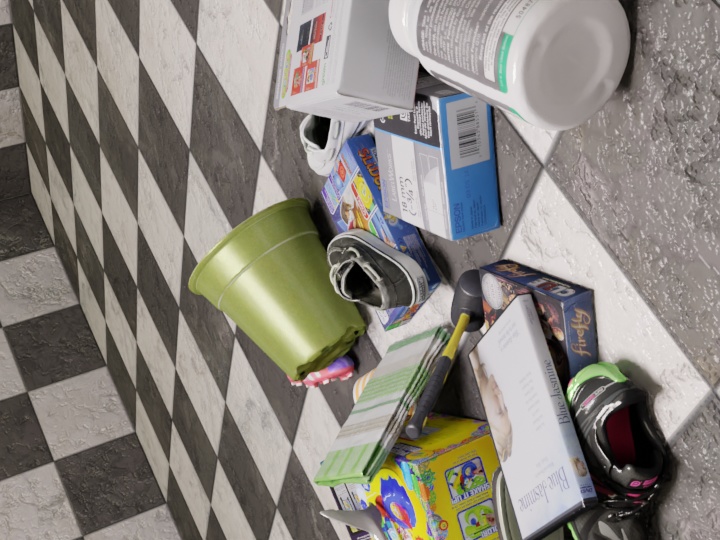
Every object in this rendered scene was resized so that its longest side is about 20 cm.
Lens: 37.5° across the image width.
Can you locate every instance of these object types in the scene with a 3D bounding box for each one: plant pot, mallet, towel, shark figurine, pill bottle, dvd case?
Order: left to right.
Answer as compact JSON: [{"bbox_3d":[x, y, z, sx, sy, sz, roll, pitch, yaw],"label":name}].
[{"bbox_3d":[-0.093,0.039,1.419,0.190,0.200,0.200,52,152,12],"label":"plant pot"},{"bbox_3d":[0.022,0.370,1.191,0.128,0.089,0.215,26,134,56],"label":"shark figurine"},{"bbox_3d":[0.027,0.160,1.215,0.031,0.200,0.149,36,156,-11],"label":"towel"},{"bbox_3d":[0.088,0.077,1.043,0.041,0.200,0.066,20,132,11],"label":"mallet"},{"bbox_3d":[0.112,-0.195,0.862,0.200,0.113,0.113,40,141,50],"label":"pill bottle"},{"bbox_3d":[0.154,0.140,0.985,0.143,0.017,0.200,118,142,-58],"label":"dvd case"}]

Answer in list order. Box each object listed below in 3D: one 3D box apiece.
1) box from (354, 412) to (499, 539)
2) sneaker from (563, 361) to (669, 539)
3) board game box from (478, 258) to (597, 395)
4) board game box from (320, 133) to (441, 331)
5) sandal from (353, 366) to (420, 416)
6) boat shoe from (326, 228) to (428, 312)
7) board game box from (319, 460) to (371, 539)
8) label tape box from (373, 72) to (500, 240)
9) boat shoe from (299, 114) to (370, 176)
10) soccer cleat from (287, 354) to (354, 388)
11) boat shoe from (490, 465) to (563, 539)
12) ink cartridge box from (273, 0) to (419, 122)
[{"bbox_3d":[0.096,0.278,1.220,0.200,0.122,0.193,-7,101,66],"label":"box"},{"bbox_3d":[0.224,0.182,0.929,0.084,0.077,0.201,26,131,64],"label":"sneaker"},{"bbox_3d":[0.176,0.100,1.026,0.135,0.035,0.201,25,128,59],"label":"board game box"},{"bbox_3d":[0.020,-0.043,1.264,0.200,0.034,0.135,65,156,16],"label":"board game box"},{"bbox_3d":[0.019,0.175,1.389,0.079,0.059,0.207,67,156,11],"label":"sandal"},{"bbox_3d":[0.000,0.000,1.212,0.200,0.064,0.071,22,127,61],"label":"boat shoe"},{"bbox_3d":[0.024,0.318,1.484,0.166,0.057,0.200,65,155,10],"label":"board game box"},{"bbox_3d":[0.058,-0.126,1.090,0.200,0.063,0.145,29,131,57],"label":"label tape box"},{"bbox_3d":[-0.042,-0.170,1.271,0.074,0.067,0.200,65,155,16],"label":"boat shoe"},{"bbox_3d":[-0.067,0.128,1.542,0.200,0.067,0.077,163,94,-69],"label":"soccer cleat"},{"bbox_3d":[0.176,0.284,1.093,0.061,0.072,0.202,4,119,66],"label":"boat shoe"},{"bbox_3d":[-0.009,-0.253,1.038,0.175,0.084,0.201,7,89,65],"label":"ink cartridge box"}]
